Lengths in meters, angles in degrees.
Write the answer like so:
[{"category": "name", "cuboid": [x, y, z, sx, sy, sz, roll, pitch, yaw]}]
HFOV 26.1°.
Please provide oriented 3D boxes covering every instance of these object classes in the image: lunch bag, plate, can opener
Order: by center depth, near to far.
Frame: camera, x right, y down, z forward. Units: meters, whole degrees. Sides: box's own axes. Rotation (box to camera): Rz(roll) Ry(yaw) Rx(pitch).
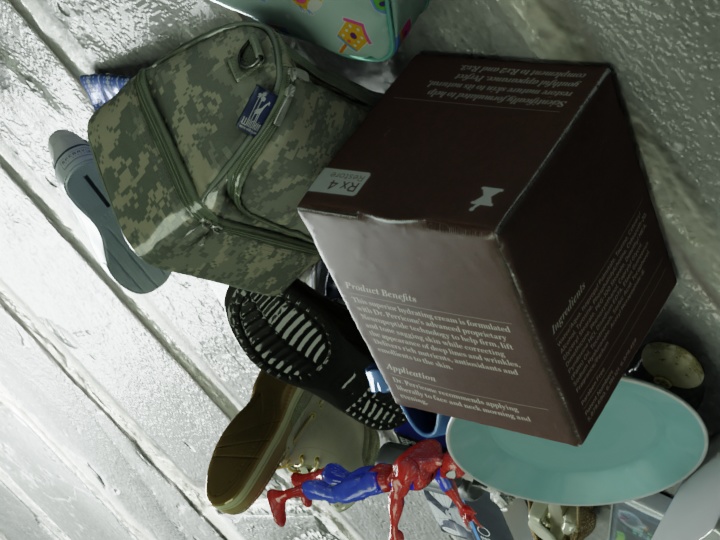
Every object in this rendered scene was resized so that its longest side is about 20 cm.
[{"category": "lunch bag", "cuboid": [-0.040, -0.232, 1.002, 0.199, 0.077, 0.161, 25, 146, 21]}, {"category": "lunch bag", "cuboid": [-0.070, -0.085, 1.097, 0.199, 0.167, 0.140, 19, -140, -56]}, {"category": "plate", "cuboid": [0.164, 0.123, 1.182, 0.198, 0.026, 0.201, 4, 145, 3]}, {"category": "can opener", "cuboid": [0.089, 0.171, 1.362, 0.052, 0.067, 0.199, 30, 161, -30]}]

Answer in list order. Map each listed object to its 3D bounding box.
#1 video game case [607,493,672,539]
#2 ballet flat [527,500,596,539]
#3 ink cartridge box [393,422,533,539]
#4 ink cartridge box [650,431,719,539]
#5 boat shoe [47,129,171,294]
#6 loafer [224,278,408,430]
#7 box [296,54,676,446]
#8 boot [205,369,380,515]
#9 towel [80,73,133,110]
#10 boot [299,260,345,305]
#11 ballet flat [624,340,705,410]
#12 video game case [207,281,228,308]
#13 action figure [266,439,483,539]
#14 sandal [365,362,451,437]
[{"category": "video game case", "cuboid": [0.310, 0.277, 1.370, 0.199, 0.023, 0.183, 24, 147, 22]}, {"category": "ballet flat", "cuboid": [0.167, 0.185, 1.354, 0.070, 0.065, 0.201, 16, 143, 34]}, {"category": "ink cartridge box", "cuboid": [0.095, 0.186, 1.461, 0.099, 0.039, 0.201, 12, 140, 38]}, {"category": "ink cartridge box", "cuboid": [0.335, 0.215, 1.139, 0.199, 0.147, 0.146, 36, 149, 2]}, {"category": "boat shoe", "cuboid": [-0.232, -0.060, 1.460, 0.067, 0.073, 0.201, 54, 169, 39]}, {"category": "loafer", "cuboid": [-0.034, 0.057, 1.256, 0.073, 0.072, 0.200, -38, 121, 18]}, {"category": "box", "cuboid": [0.093, -0.016, 1.064, 0.165, 0.165, 0.201, 11, 140, 38]}, {"category": "boot", "cuboid": [-0.056, 0.180, 1.456, 0.072, 0.201, 0.155, -10, 128, 36]}, {"category": "towel", "cuboid": [-0.172, -0.096, 1.310, 0.199, 0.024, 0.146, 15, 132, 58]}, {"category": "boot", "cuboid": [0.000, 0.000, 1.275, 0.090, 0.073, 0.201, 25, 149, 17]}, {"category": "ballet flat", "cuboid": [0.220, 0.116, 1.215, 0.066, 0.057, 0.201, 31, 149, 10]}, {"category": "video game case", "cuboid": [-0.113, -0.047, 1.313, 0.183, 0.024, 0.200, 56, 153, 16]}, {"category": "action figure", "cuboid": [0.021, 0.202, 1.323, 0.199, 0.065, 0.100, -22, 96, 39]}, {"category": "sandal", "cuboid": [0.061, 0.098, 1.217, 0.079, 0.088, 0.200, -16, 130, 37]}]
